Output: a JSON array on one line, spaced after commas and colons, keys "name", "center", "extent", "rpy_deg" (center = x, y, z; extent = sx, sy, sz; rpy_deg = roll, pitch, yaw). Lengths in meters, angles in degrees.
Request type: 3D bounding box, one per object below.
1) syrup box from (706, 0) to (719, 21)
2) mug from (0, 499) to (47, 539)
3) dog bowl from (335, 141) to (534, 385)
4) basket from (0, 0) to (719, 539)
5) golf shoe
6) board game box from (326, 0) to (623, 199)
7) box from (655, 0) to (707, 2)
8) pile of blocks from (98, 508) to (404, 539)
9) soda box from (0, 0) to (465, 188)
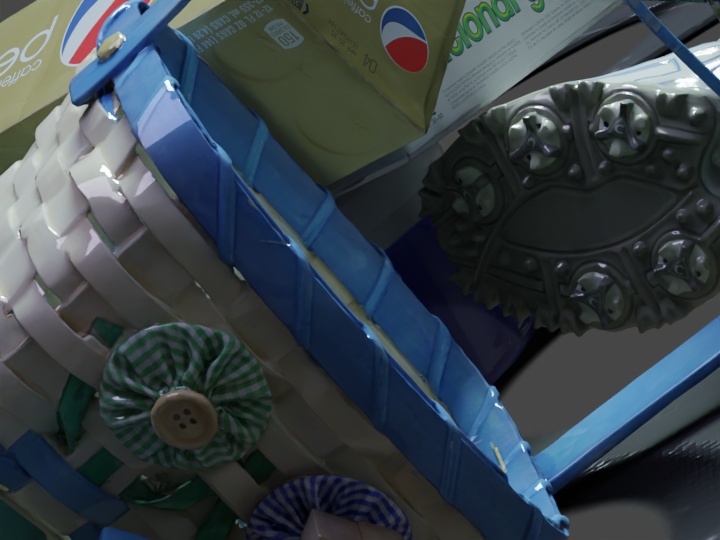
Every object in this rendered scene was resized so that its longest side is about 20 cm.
[{"name": "syrup box", "center": [0.120, -0.087, 0.658], "extent": [0.079, 0.201, 0.081], "rpy_deg": [-26, 10, 44]}, {"name": "mug", "center": [-0.161, 0.075, 0.870], "extent": [0.151, 0.115, 0.185], "rpy_deg": [-13, -18, -34]}, {"name": "dog bowl", "center": [-0.043, 0.034, 1.006], "extent": [0.199, 0.079, 0.200], "rpy_deg": [-32, 7, 5]}, {"name": "basket", "center": [0.000, 0.000, 0.741], "extent": [0.200, 0.176, 0.139], "rpy_deg": [-45, 22, 3]}, {"name": "golf shoe", "center": [0.115, -0.038, 0.893], "extent": [0.199, 0.079, 0.097], "rpy_deg": [-16, 9, 33]}, {"name": "board game box", "center": [0.016, -0.066, 0.970], "extent": [0.126, 0.035, 0.200], "rpy_deg": [-24, 10, 40]}, {"name": "box", "center": [0.176, -0.104, 0.822], "extent": [0.199, 0.037, 0.144], "rpy_deg": [3, 22, 21]}, {"name": "pile of blocks", "center": [-0.078, 0.110, 0.659], "extent": [0.199, 0.082, 0.062], "rpy_deg": [-33, 13, 2]}, {"name": "soda box", "center": [-0.066, -0.044, 0.859], "extent": [0.199, 0.068, 0.064], "rpy_deg": [-26, 35, 39]}]
